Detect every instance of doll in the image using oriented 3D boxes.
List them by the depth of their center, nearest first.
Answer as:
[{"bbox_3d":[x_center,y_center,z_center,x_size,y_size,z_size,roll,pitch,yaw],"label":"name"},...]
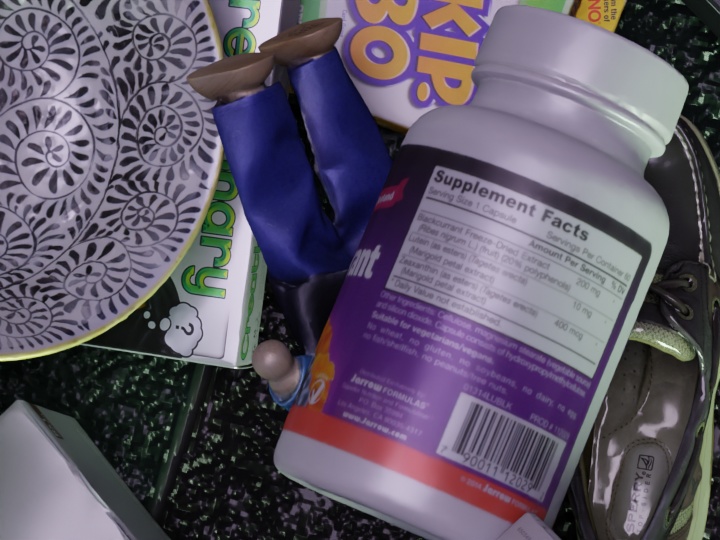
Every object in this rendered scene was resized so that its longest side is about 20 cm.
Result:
[{"bbox_3d":[0.000,0.000,1.075,0.136,0.048,0.201,-29,106,-37],"label":"doll"}]

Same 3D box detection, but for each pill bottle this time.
[{"bbox_3d":[0.053,0.005,1.014,0.111,0.111,0.201,22,83,11],"label":"pill bottle"}]

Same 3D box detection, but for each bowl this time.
[{"bbox_3d":[-0.161,-0.067,1.051,0.200,0.094,0.202,-1,92,-32],"label":"bowl"}]

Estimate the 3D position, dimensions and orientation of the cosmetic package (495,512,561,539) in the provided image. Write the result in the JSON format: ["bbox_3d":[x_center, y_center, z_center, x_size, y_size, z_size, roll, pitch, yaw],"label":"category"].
[{"bbox_3d":[0.089,0.198,0.984,0.108,0.200,0.085,-42,37,-3],"label":"cosmetic package"}]

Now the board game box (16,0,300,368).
[{"bbox_3d":[-0.095,-0.066,1.118,0.126,0.035,0.201,8,94,12],"label":"board game box"}]

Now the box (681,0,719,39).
[{"bbox_3d":[0.196,-0.149,1.076,0.141,0.079,0.200,-43,78,5],"label":"box"}]

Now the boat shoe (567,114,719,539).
[{"bbox_3d":[0.117,0.029,1.072,0.071,0.066,0.202,3,84,10],"label":"boat shoe"}]

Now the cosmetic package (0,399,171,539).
[{"bbox_3d":[-0.172,0.158,1.095,0.200,0.090,0.107,-39,77,0],"label":"cosmetic package"}]

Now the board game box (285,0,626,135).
[{"bbox_3d":[0.007,-0.114,1.130,0.199,0.030,0.096,21,88,9],"label":"board game box"}]
